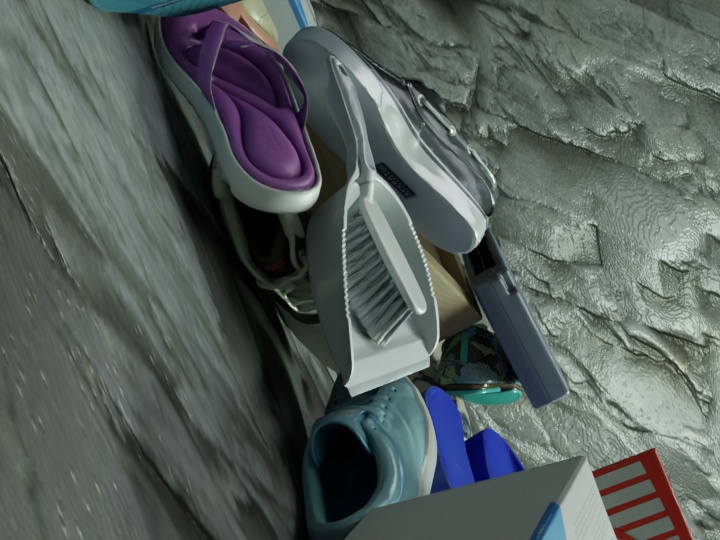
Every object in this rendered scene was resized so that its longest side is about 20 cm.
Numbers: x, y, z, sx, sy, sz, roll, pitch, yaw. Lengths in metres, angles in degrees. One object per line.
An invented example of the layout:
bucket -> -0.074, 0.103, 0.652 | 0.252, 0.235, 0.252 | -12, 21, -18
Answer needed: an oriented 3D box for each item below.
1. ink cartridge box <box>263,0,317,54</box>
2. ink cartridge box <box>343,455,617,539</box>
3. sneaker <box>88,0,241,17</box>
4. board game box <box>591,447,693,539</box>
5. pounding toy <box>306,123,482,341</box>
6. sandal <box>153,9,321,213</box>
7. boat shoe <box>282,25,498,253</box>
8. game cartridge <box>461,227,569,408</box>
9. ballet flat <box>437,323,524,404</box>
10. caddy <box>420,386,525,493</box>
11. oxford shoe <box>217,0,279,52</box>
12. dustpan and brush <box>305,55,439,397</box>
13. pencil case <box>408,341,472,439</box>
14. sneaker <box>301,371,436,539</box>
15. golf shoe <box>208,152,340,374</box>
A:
ink cartridge box -> -0.096, -0.254, 1.099 | 0.200, 0.083, 0.146 | -104, 170, -55
ink cartridge box -> 0.069, 0.213, 0.532 | 0.128, 0.125, 0.201 | -30, 100, -64
sneaker -> -0.118, -0.215, 0.643 | 0.200, 0.079, 0.132 | -56, 133, -80
board game box -> 0.105, 0.209, 0.659 | 0.046, 0.199, 0.152 | 53, 15, -70
pounding toy -> 0.000, 0.000, 0.942 | 0.200, 0.142, 0.185 | 41, 25, -55
sandal -> -0.068, -0.116, 0.716 | 0.203, 0.082, 0.050 | 60, -42, 35
boat shoe -> 0.028, -0.101, 0.797 | 0.200, 0.072, 0.068 | 44, 58, -23
game cartridge -> 0.134, 0.042, 1.008 | 0.200, 0.041, 0.134 | -85, 151, -77
ballet flat -> 0.113, 0.084, 1.041 | 0.200, 0.074, 0.075 | 41, 27, -76
caddy -> 0.059, 0.184, 0.840 | 0.141, 0.105, 0.200 | 38, 20, -27
oxford shoe -> -0.096, -0.210, 0.868 | 0.200, 0.070, 0.074 | 35, 65, -82
dustpan and brush -> 0.002, -0.034, 0.722 | 0.139, 0.057, 0.201 | -9, 74, -65
pencil case -> 0.053, 0.114, 1.132 | 0.077, 0.089, 0.201 | 5, 60, -43
sneaker -> 0.003, 0.103, 0.684 | 0.201, 0.073, 0.082 | -96, 166, -56
golf shoe -> -0.044, 0.001, 0.760 | 0.201, 0.077, 0.088 | 59, 21, -18
